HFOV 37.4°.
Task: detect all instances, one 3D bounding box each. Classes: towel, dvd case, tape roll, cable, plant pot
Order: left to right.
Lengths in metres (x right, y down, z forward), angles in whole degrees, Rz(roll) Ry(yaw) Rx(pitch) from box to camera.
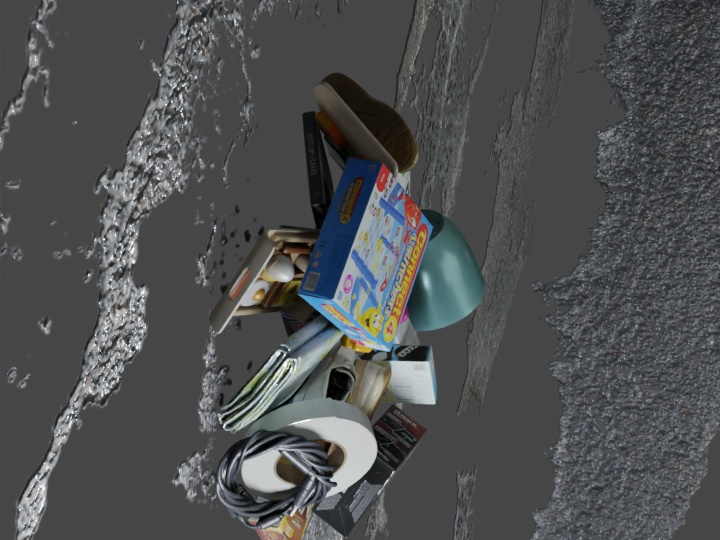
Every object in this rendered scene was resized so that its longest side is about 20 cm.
[{"bbox_3d":[-0.117,0.290,1.477,0.051,0.163,0.200,-105,-178,-45],"label":"cable"},{"bbox_3d":[-0.098,0.136,1.472,0.171,0.048,0.200,-47,174,28],"label":"towel"},{"bbox_3d":[-0.075,0.261,1.528,0.203,0.202,0.037,78,-4,-47],"label":"tape roll"},{"bbox_3d":[-0.055,-0.110,1.540,0.151,0.025,0.200,77,3,-46],"label":"dvd case"},{"bbox_3d":[0.115,-0.014,1.965,0.201,0.200,0.161,-62,140,-44],"label":"plant pot"}]

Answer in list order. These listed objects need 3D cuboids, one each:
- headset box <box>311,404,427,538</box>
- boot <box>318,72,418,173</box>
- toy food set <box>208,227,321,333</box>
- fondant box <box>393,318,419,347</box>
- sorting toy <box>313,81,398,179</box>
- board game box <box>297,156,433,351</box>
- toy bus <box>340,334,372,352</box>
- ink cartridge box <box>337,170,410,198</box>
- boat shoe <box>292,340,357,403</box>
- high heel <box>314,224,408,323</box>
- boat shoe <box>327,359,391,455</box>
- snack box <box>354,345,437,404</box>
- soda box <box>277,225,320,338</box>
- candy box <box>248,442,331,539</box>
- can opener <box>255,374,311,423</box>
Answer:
[{"bbox_3d":[0.019,0.313,1.703,0.149,0.077,0.200,-57,170,20],"label":"headset box"},{"bbox_3d":[0.024,-0.199,1.624,0.073,0.200,0.155,-45,158,-5],"label":"boot"},{"bbox_3d":[-0.097,0.019,1.403,0.144,0.060,0.200,-56,154,20],"label":"toy food set"},{"bbox_3d":[0.007,0.096,1.757,0.200,0.144,0.058,65,37,-60],"label":"fondant box"},{"bbox_3d":[-0.005,-0.159,1.545,0.036,0.185,0.200,-36,161,-9],"label":"sorting toy"},{"bbox_3d":[0.012,-0.018,1.438,0.196,0.056,0.201,44,61,-56],"label":"board game box"},{"bbox_3d":[-0.001,0.016,1.572,0.065,0.078,0.201,-167,-90,-72],"label":"toy bus"},{"bbox_3d":[0.026,-0.109,1.778,0.200,0.084,0.146,85,23,-52],"label":"ink cartridge box"},{"bbox_3d":[-0.038,0.162,1.603,0.072,0.066,0.200,65,30,-16],"label":"boat shoe"},{"bbox_3d":[0.000,0.000,1.636,0.067,0.200,0.096,-33,147,-17],"label":"high heel"},{"bbox_3d":[-0.021,0.232,1.699,0.200,0.069,0.074,-63,172,8],"label":"boat shoe"},{"bbox_3d":[0.021,0.169,1.744,0.116,0.199,0.037,79,16,-47],"label":"snack box"},{"bbox_3d":[-0.085,0.028,1.579,0.200,0.063,0.071,77,28,-46],"label":"soda box"},{"bbox_3d":[-0.105,0.332,1.679,0.117,0.056,0.200,73,33,-53],"label":"candy box"},{"bbox_3d":[-0.095,0.190,1.626,0.200,0.063,0.079,-51,138,-55],"label":"can opener"}]
